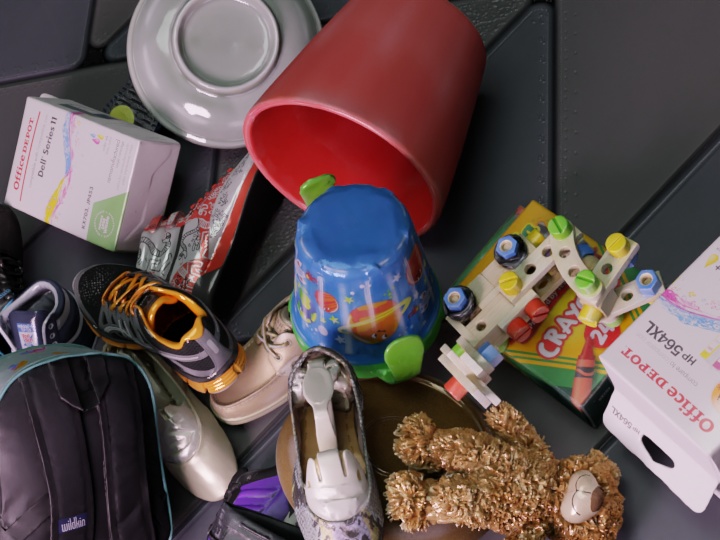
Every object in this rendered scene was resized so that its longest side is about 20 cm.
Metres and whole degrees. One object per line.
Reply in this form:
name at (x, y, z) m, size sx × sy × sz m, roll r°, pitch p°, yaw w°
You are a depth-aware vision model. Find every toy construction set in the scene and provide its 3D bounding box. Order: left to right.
toy construction set at (0.140, 0.035, 1.387) m, size 0.200 × 0.092 × 0.131 m, roll -36°, pitch 52°, yaw -11°

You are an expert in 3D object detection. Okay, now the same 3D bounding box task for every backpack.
backpack at (-0.264, 0.162, 1.469) m, size 0.153 × 0.175 × 0.202 m, roll 19°, pitch 114°, yaw 56°

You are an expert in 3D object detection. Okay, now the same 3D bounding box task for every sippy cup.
sippy cup at (0.000, 0.000, 1.424) m, size 0.177 × 0.131 × 0.140 m, roll 24°, pitch 60°, yaw 22°

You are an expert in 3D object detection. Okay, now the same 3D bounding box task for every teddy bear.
teddy bear at (0.116, 0.171, 1.339) m, size 0.199 × 0.067 × 0.145 m, roll 26°, pitch 50°, yaw 8°

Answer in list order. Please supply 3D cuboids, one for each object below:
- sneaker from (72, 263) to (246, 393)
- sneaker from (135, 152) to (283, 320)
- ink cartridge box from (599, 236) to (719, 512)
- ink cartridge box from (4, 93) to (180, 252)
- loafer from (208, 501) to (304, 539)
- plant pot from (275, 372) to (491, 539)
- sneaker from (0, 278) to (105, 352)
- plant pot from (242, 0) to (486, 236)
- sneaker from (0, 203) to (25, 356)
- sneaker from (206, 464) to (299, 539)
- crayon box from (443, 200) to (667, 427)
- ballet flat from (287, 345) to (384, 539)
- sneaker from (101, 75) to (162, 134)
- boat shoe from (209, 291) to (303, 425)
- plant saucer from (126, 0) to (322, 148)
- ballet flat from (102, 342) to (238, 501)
sneaker at (-0.189, 0.036, 1.531) m, size 0.199 × 0.077 × 0.078 m, roll 24°, pitch 69°, yaw 31°
sneaker at (-0.147, -0.055, 1.632) m, size 0.107 × 0.067 × 0.203 m, roll 14°, pitch 72°, yaw 26°
ink cartridge box at (0.294, 0.079, 1.329) m, size 0.200 × 0.125 × 0.129 m, roll -44°, pitch 55°, yaw -4°
ink cartridge box at (-0.285, -0.103, 1.692) m, size 0.199 × 0.067 × 0.118 m, roll 22°, pitch 103°, yaw 32°
loafer at (-0.026, 0.235, 1.378) m, size 0.199 × 0.068 × 0.071 m, roll 11°, pitch 96°, yaw -4°
plant pot at (0.029, 0.152, 1.405) m, size 0.198 × 0.028 × 0.201 m, roll 4°, pitch 46°, yaw -5°
sneaker at (-0.300, 0.106, 1.586) m, size 0.070 × 0.109 × 0.201 m, roll -2°, pitch 63°, yaw 23°
plant pot at (0.019, -0.154, 1.552) m, size 0.199 × 0.201 × 0.178 m, roll 13°, pitch 59°, yaw 29°
sneaker at (-0.352, 0.026, 1.669) m, size 0.082 × 0.073 × 0.202 m, roll -16°, pitch 66°, yaw 38°
sneaker at (-0.097, 0.228, 1.462) m, size 0.200 × 0.070 × 0.100 m, roll -39°, pitch 48°, yaw -4°
crayon box at (0.163, 0.027, 1.461) m, size 0.200 × 0.051 × 0.127 m, roll 36°, pitch 82°, yaw 35°
ballet flat at (-0.025, 0.144, 1.334) m, size 0.072 × 0.072 × 0.201 m, roll -19°, pitch 54°, yaw 13°
sneaker at (-0.212, -0.182, 1.742) m, size 0.066 × 0.078 × 0.201 m, roll 25°, pitch 93°, yaw 17°
boat shoe at (-0.065, 0.058, 1.535) m, size 0.200 × 0.065 × 0.072 m, roll -39°, pitch 55°, yaw 0°
plant saucer at (-0.133, -0.224, 1.669) m, size 0.198 × 0.050 × 0.202 m, roll 1°, pitch 82°, yaw -4°
ballet flat at (-0.180, 0.130, 1.546) m, size 0.069 × 0.070 × 0.200 m, roll -38°, pitch 54°, yaw 0°
